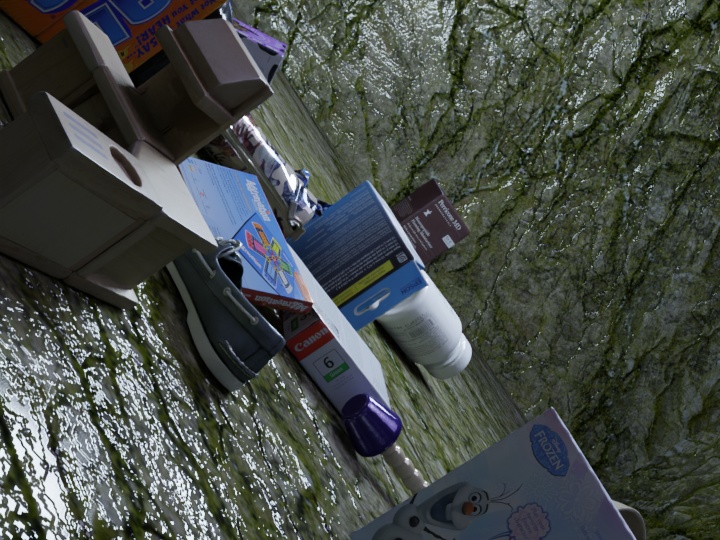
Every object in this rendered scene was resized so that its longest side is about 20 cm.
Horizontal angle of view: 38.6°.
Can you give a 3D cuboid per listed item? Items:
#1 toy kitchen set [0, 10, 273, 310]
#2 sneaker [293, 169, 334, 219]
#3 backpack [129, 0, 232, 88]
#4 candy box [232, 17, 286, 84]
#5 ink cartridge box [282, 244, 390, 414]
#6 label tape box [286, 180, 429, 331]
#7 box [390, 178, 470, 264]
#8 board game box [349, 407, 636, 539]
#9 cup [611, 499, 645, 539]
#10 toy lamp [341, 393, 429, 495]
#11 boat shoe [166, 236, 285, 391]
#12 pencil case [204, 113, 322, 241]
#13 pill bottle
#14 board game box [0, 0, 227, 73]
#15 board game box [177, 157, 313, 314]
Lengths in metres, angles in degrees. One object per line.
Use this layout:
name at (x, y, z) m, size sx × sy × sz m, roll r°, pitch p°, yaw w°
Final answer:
toy kitchen set at (-0.164, -0.118, 0.648) m, size 0.200 × 0.163 × 0.180 m, roll 59°, pitch 7°, yaw 23°
sneaker at (-0.059, -0.055, 1.443) m, size 0.200 × 0.078 × 0.075 m, roll 55°, pitch 8°, yaw -12°
backpack at (-0.197, -0.254, 1.068) m, size 0.167 × 0.126 × 0.201 m, roll 105°, pitch -22°, yaw -62°
candy box at (-0.194, -0.281, 1.242) m, size 0.199 × 0.072 × 0.168 m, roll 26°, pitch 14°, yaw -10°
ink cartridge box at (-0.045, 0.067, 1.094) m, size 0.200 × 0.050 × 0.109 m, roll 53°, pitch 8°, yaw -20°
label tape box at (0.000, 0.000, 1.318) m, size 0.066 × 0.143 × 0.200 m, roll 47°, pitch 11°, yaw -50°
box at (0.201, -0.145, 3.165) m, size 0.166 × 0.200 × 0.164 m, roll 53°, pitch 8°, yaw -21°
board game box at (0.113, 0.237, 0.776) m, size 0.043 × 0.199 × 0.200 m, roll 49°, pitch 11°, yaw -46°
cup at (0.228, 0.345, 1.244) m, size 0.143 × 0.201 × 0.200 m, roll 26°, pitch -16°, yaw 44°
toy lamp at (0.048, 0.206, 1.062) m, size 0.200 × 0.058 × 0.058 m, roll 52°, pitch 8°, yaw -25°
boat shoe at (-0.113, 0.008, 0.837) m, size 0.073 × 0.062 × 0.200 m, roll 48°, pitch 10°, yaw -47°
pencil case at (-0.131, -0.129, 1.285) m, size 0.200 × 0.078 × 0.089 m, roll 53°, pitch -7°, yaw -27°
pill bottle at (0.108, 0.095, 1.758) m, size 0.200 × 0.114 × 0.115 m, roll 51°, pitch 8°, yaw -38°
board game box at (-0.243, -0.329, 0.922) m, size 0.200 × 0.200 × 0.200 m, roll 60°, pitch 8°, yaw 30°
board game box at (-0.121, -0.039, 1.002) m, size 0.103 × 0.019 × 0.200 m, roll 13°, pitch 34°, yaw -35°
